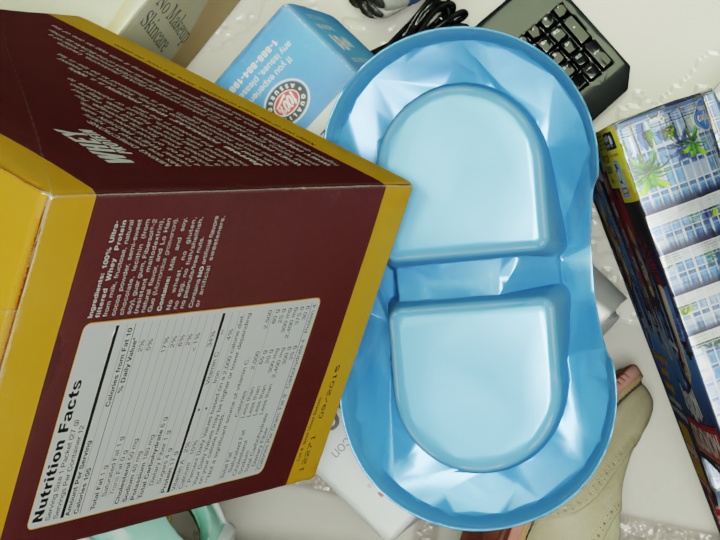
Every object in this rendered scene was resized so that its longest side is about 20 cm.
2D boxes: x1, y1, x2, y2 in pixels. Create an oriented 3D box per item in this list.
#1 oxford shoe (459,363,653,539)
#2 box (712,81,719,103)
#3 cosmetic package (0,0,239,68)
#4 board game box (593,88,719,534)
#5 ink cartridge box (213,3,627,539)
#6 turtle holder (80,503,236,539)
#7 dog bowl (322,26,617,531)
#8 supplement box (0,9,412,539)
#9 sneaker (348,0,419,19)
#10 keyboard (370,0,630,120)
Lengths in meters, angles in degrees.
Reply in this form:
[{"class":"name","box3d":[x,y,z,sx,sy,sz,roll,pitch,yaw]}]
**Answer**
[{"class":"oxford shoe","box3d":[0.085,0.123,0.774,0.074,0.071,0.200,42,56,-3]},{"class":"box","box3d":[0.266,-0.114,0.824,0.117,0.060,0.200,42,86,13]},{"class":"cosmetic package","box3d":[-0.120,-0.130,0.855,0.071,0.105,0.200,38,87,11]},{"class":"board game box","box3d":[0.158,0.025,0.764,0.062,0.200,0.200,-20,91,4]},{"class":"ink cartridge box","box3d":[0.000,0.000,0.801,0.200,0.085,0.145,44,100,6]},{"class":"turtle holder","box3d":[-0.124,0.121,0.753,0.131,0.186,0.141,17,90,2]},{"class":"dog bowl","box3d":[0.047,0.003,0.724,0.111,0.050,0.201,-5,91,11]},{"class":"supplement box","box3d":[-0.129,-0.008,0.669,0.197,0.200,0.133,28,109,30]},{"class":"sneaker","box3d":[0.005,-0.225,0.881,0.089,0.079,0.200,-21,80,-12]},{"class":"keyboard","box3d":[0.027,-0.069,0.856,0.200,0.040,0.104,-41,78,-3]}]
